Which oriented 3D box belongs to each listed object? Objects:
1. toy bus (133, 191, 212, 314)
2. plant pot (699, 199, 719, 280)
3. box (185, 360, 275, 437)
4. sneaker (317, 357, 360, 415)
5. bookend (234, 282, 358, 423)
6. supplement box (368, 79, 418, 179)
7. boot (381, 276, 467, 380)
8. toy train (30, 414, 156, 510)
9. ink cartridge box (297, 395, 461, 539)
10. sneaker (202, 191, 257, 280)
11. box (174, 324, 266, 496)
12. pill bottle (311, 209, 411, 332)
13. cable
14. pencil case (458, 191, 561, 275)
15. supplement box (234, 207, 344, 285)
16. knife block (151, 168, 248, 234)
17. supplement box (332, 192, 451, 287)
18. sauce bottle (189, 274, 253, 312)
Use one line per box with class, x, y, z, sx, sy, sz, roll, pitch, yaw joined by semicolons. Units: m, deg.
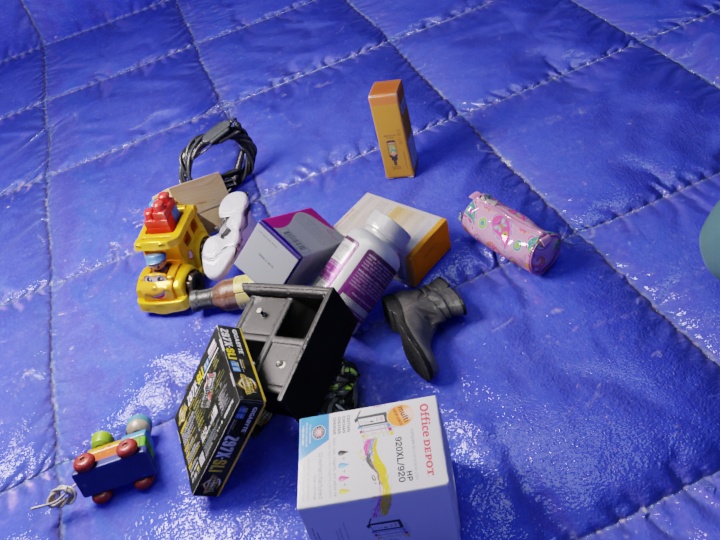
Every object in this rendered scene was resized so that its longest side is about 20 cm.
toy bus;-0.381;-0.045;1.519;0.132;0.195;0.202;-1;43;15
plant pot;0.611;-0.046;1.197;0.134;0.201;0.201;-25;22;52
box;-0.177;0.169;1.316;0.157;0.047;0.201;17;51;33
sneaker;-0.035;0.186;1.213;0.083;0.070;0.201;-51;37;15
bookend;-0.135;0.129;1.222;0.196;0.093;0.201;3;54;36
supplement box;0.072;-0.296;1.635;0.065;0.203;0.069;-2;38;17
boot;0.123;0.085;1.293;0.129;0.071;0.202;-18;44;-9
toy train;-0.423;0.304;1.230;0.196;0.086;0.116;-18;29;-1
ink cartridge box;0.027;0.283;1.038;0.195;0.147;0.149;-11;39;6
sneaker;-0.249;-0.047;1.543;0.073;0.116;0.204;-1;55;18
box;-0.217;0.213;1.170;0.048;0.202;0.161;12;30;-31
pill bottle;0.000;0.000;1.343;0.112;0.112;0.202;34;86;43
cable;-0.325;-0.241;1.743;0.200;0.165;0.050;-43;52;-18
pencil case;0.269;-0.071;1.402;0.086;0.089;0.200;-31;43;-17
supplement box;-0.121;-0.035;1.393;0.101;0.104;0.199;41;24;12
knife block;-0.333;-0.175;1.654;0.063;0.199;0.179;-19;52;38
supplement box;0.057;-0.061;1.472;0.197;0.075;0.126;22;53;35
sauce bottle;-0.226;0.040;1.464;0.195;0.067;0.067;-8;40;8
